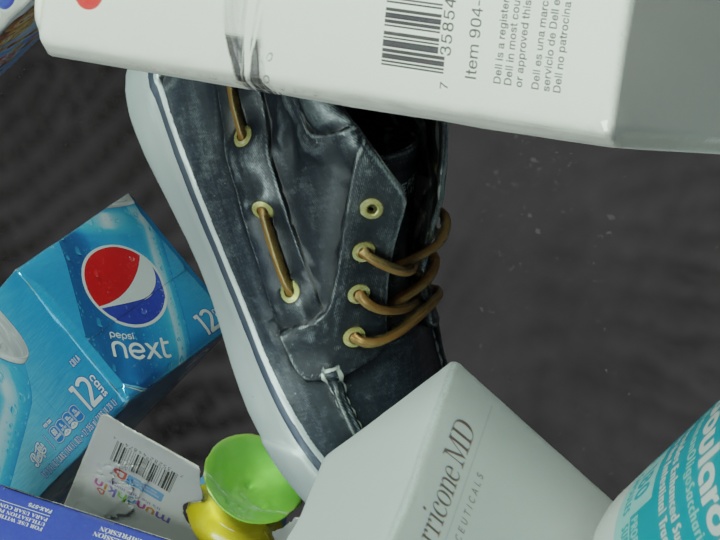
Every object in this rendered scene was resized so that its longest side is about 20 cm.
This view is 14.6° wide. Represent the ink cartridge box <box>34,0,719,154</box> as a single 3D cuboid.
[{"bbox_3d":[0.015,-0.119,0.797,0.199,0.084,0.147,12,97,34],"label":"ink cartridge box"}]

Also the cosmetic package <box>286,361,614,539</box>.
[{"bbox_3d":[0.068,0.136,0.881,0.200,0.102,0.071,41,127,-14],"label":"cosmetic package"}]

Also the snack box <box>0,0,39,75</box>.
[{"bbox_3d":[-0.112,-0.096,0.949,0.024,0.072,0.200,53,134,-2],"label":"snack box"}]

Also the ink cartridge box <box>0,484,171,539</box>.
[{"bbox_3d":[-0.099,0.161,1.039,0.093,0.044,0.201,17,143,11],"label":"ink cartridge box"}]

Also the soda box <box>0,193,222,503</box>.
[{"bbox_3d":[-0.131,0.058,1.056,0.064,0.068,0.200,49,134,4],"label":"soda box"}]

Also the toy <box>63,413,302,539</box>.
[{"bbox_3d":[-0.059,0.119,1.040,0.115,0.047,0.200,28,145,1],"label":"toy"}]

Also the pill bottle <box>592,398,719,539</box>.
[{"bbox_3d":[0.157,0.060,0.801,0.111,0.111,0.200,46,133,7],"label":"pill bottle"}]

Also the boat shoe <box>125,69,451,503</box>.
[{"bbox_3d":[0.000,0.000,0.916,0.091,0.071,0.201,-20,100,44],"label":"boat shoe"}]
